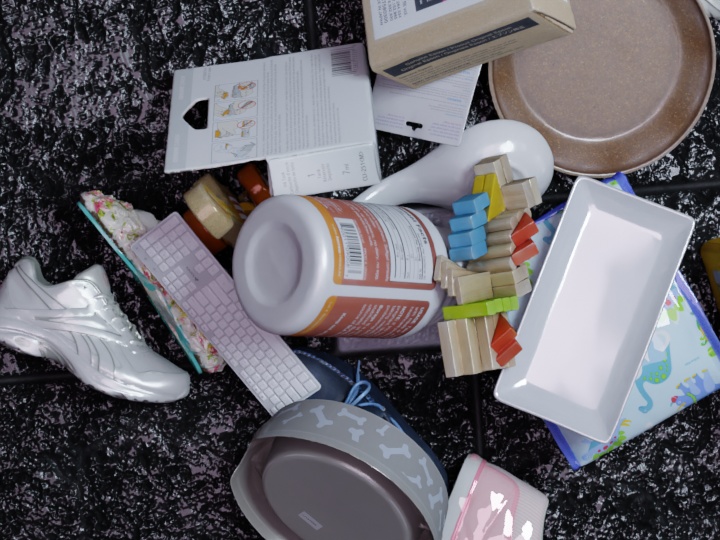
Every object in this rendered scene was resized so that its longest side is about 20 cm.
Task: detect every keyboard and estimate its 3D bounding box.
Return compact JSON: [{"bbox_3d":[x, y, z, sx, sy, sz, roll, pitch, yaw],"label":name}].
[{"bbox_3d":[-0.116,0.040,1.625,0.056,0.011,0.200,-33,103,29],"label":"keyboard"}]

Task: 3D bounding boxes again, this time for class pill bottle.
[{"bbox_3d":[0.000,0.000,1.552,0.112,0.199,0.113,-4,84,44],"label":"pill bottle"}]

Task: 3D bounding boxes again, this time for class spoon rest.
[{"bbox_3d":[0.073,-0.072,1.651,0.198,0.061,0.100,-20,126,5],"label":"spoon rest"}]

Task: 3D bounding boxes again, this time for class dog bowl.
[{"bbox_3d":[-0.014,0.192,1.623,0.199,0.200,0.059,34,52,-1],"label":"dog bowl"}]

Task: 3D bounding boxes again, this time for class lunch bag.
[{"bbox_3d":[0.202,0.039,1.629,0.169,0.128,0.201,-31,102,3],"label":"lunch bag"}]

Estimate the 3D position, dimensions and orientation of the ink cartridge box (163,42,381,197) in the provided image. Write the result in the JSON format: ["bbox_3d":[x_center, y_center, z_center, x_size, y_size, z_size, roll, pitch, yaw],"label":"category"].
[{"bbox_3d":[-0.074,-0.123,1.590,0.172,0.201,0.044,-9,121,3],"label":"ink cartridge box"}]

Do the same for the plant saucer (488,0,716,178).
[{"bbox_3d":[0.208,-0.182,1.640,0.198,0.037,0.202,-1,110,-3],"label":"plant saucer"}]

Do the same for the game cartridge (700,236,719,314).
[{"bbox_3d":[0.345,0.060,1.589,0.032,0.200,0.178,-18,93,0],"label":"game cartridge"}]

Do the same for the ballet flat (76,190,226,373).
[{"bbox_3d":[-0.171,0.000,1.666,0.064,0.076,0.201,-36,102,-6],"label":"ballet flat"}]

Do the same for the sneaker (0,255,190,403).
[{"bbox_3d":[-0.234,0.049,1.666,0.199,0.078,0.100,25,91,-1],"label":"sneaker"}]

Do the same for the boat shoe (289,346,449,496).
[{"bbox_3d":[0.005,0.136,1.667,0.199,0.069,0.084,35,93,0],"label":"boat shoe"}]

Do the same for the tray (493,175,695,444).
[{"bbox_3d":[0.194,0.032,1.563,0.107,0.022,0.202,21,88,9],"label":"tray"}]

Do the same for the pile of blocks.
[{"bbox_3d":[0.111,-0.008,1.547,0.062,0.082,0.202,-9,66,39],"label":"pile of blocks"}]

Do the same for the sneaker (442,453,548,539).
[{"bbox_3d":[0.106,0.274,1.671,0.104,0.075,0.202,22,90,5],"label":"sneaker"}]

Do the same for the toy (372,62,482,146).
[{"bbox_3d":[0.081,-0.211,1.641,0.115,0.047,0.202,16,93,44],"label":"toy"}]

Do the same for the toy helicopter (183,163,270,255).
[{"bbox_3d":[-0.103,-0.029,1.593,0.079,0.200,0.133,-36,77,5],"label":"toy helicopter"}]

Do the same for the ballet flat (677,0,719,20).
[{"bbox_3d":[0.281,-0.264,1.644,0.199,0.069,0.070,37,94,3],"label":"ballet flat"}]

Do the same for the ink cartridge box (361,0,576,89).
[{"bbox_3d":[0.080,-0.275,1.576,0.164,0.075,0.202,-18,71,32],"label":"ink cartridge box"}]
